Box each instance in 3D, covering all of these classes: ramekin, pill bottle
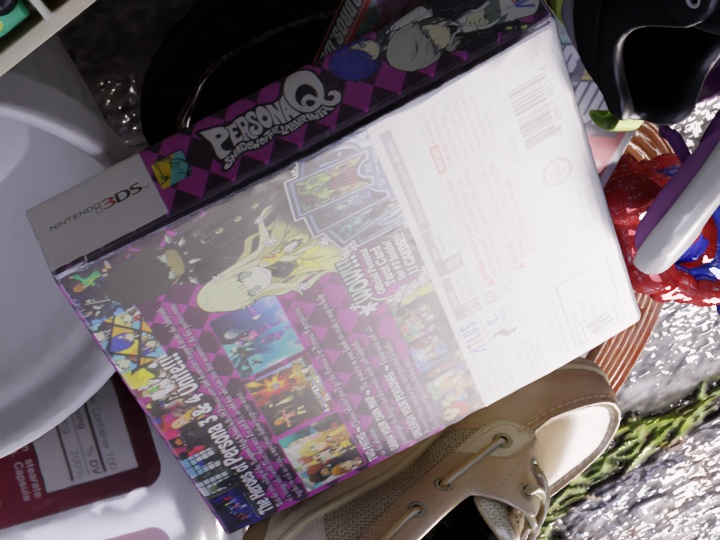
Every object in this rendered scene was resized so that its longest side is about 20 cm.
[{"bbox_3d":[-0.178,-0.022,0.876,0.200,0.105,0.200,-14,140,-12],"label":"ramekin"},{"bbox_3d":[-0.124,0.088,1.022,0.199,0.114,0.114,-15,141,-9],"label":"pill bottle"}]

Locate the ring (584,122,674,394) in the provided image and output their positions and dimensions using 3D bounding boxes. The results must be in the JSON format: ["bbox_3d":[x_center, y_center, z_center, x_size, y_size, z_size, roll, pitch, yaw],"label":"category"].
[{"bbox_3d":[0.061,0.020,1.050,0.200,0.019,0.201,-30,137,-33],"label":"ring"}]

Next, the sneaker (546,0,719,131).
[{"bbox_3d":[0.124,-0.109,0.770,0.072,0.083,0.200,0,152,-26],"label":"sneaker"}]

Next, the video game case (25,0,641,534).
[{"bbox_3d":[0.000,0.000,0.888,0.181,0.036,0.200,-28,147,-1],"label":"video game case"}]

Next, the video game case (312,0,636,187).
[{"bbox_3d":[0.060,-0.095,0.865,0.143,0.017,0.200,0,133,-33],"label":"video game case"}]

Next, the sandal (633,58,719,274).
[{"bbox_3d":[0.140,-0.078,0.945,0.203,0.050,0.083,-54,173,-31],"label":"sandal"}]

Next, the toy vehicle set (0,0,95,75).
[{"bbox_3d":[-0.159,-0.139,0.725,0.124,0.027,0.200,-39,113,1],"label":"toy vehicle set"}]

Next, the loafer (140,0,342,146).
[{"bbox_3d":[0.014,-0.083,0.925,0.200,0.071,0.073,-25,141,2],"label":"loafer"}]

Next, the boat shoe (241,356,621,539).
[{"bbox_3d":[0.042,0.096,1.015,0.200,0.065,0.072,-24,134,-39],"label":"boat shoe"}]

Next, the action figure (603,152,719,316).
[{"bbox_3d":[0.141,-0.014,1.032,0.052,0.066,0.200,-20,164,25],"label":"action figure"}]
